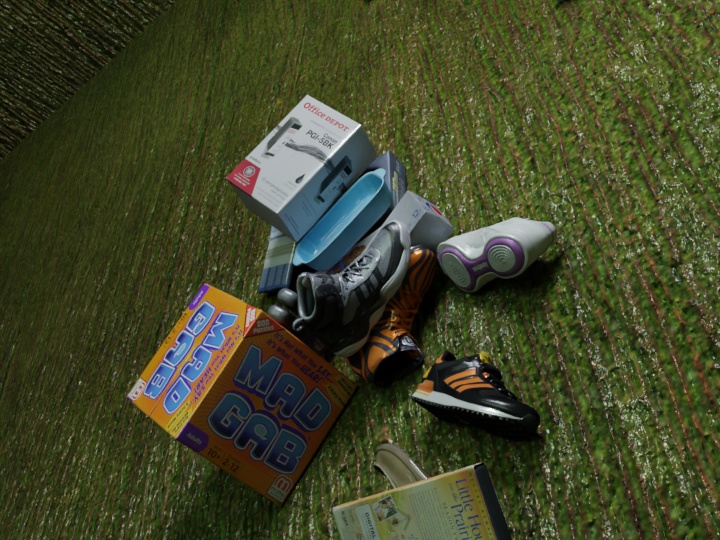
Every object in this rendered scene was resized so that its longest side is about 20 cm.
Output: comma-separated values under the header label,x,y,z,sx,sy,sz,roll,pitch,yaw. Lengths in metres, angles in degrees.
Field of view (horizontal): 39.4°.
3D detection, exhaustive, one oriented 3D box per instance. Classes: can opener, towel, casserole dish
label,x,y,z,sx,sy,sz,roll,pitch,yaw
can opener,-0.089,0.072,1.447,0.066,0.200,0.054,27,81,27
towel,-0.124,-0.060,1.710,0.147,0.024,0.203,-14,62,65
casserole dish,-0.022,-0.071,1.543,0.200,0.039,0.121,-47,21,0

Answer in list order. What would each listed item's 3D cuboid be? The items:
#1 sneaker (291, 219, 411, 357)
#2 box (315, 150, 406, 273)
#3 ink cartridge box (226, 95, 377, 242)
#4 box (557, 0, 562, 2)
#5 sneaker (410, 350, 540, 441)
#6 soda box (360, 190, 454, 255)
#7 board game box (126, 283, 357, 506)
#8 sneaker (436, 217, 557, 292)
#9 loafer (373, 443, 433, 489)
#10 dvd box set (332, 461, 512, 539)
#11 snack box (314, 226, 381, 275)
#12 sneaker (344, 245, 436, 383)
label,x,y,z,sx,sy,sz,roll,pitch,yaw
sneaker,-0.015,0.012,1.344,0.075,0.113,0.202,33,96,56
box,0.002,-0.083,1.629,0.157,0.051,0.201,-32,35,26
ink cartridge box,-0.094,-0.167,1.619,0.146,0.083,0.200,33,75,37
box,0.371,-0.538,1.649,0.082,0.049,0.202,-8,50,48
sneaker,0.142,0.137,1.190,0.199,0.070,0.091,4,62,56
soda box,0.044,-0.010,1.440,0.201,0.063,0.068,-55,36,16
board game box,-0.170,0.171,1.426,0.201,0.199,0.199,-56,31,-10
sneaker,0.180,-0.024,1.337,0.099,0.076,0.199,-30,12,-30
loafer,0.066,0.263,1.146,0.068,0.076,0.200,-49,32,-7
dvd box set,0.070,0.298,1.066,0.199,0.029,0.148,-26,79,35
snack box,0.000,0.000,1.526,0.199,0.072,0.024,-34,-10,25
sneaker,0.062,0.069,1.375,0.201,0.077,0.112,-60,35,6
